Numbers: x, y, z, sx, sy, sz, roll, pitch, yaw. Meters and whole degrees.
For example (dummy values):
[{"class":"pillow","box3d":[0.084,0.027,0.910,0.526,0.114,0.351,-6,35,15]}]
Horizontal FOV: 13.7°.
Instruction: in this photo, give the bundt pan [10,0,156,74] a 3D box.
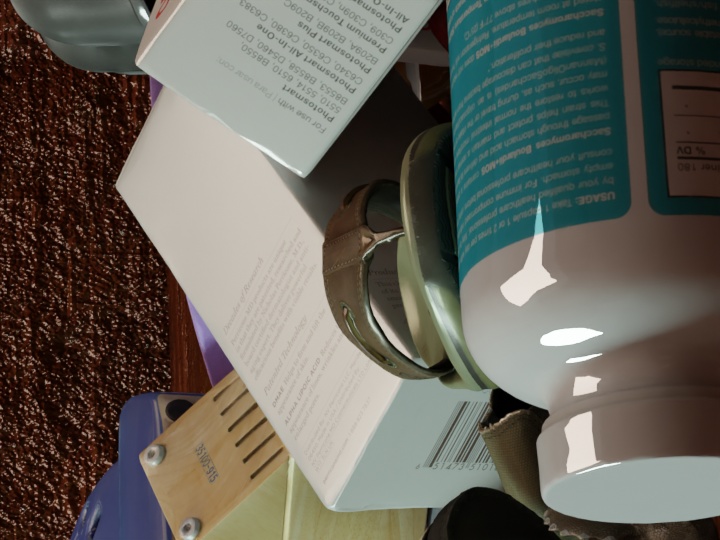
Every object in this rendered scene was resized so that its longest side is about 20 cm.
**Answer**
[{"class":"bundt pan","box3d":[-0.106,-0.172,1.256,0.202,0.076,0.203,-10,-90,-69]}]

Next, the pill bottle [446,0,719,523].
[{"class":"pill bottle","box3d":[0.081,-0.032,0.869,0.111,0.110,0.201,111,159,-69]}]

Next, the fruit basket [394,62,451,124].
[{"class":"fruit basket","box3d":[0.009,-0.089,1.500,0.185,0.093,0.201,-143,50,-80]}]

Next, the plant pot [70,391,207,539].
[{"class":"plant pot","box3d":[-0.046,0.176,1.524,0.200,0.199,0.180,-96,16,-45]}]

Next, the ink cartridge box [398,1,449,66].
[{"class":"ink cartridge box","box3d":[0.025,-0.159,1.262,0.067,0.117,0.200,-82,-2,-55]}]

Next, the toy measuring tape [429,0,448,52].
[{"class":"toy measuring tape","box3d":[0.064,-0.094,1.134,0.200,0.073,0.074,-103,16,-70]}]

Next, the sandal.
[{"class":"sandal","box3d":[0.016,0.005,0.972,0.201,0.057,0.080,100,165,-81]}]

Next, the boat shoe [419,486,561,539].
[{"class":"boat shoe","box3d":[0.075,0.143,0.964,0.063,0.073,0.202,101,151,-44]}]

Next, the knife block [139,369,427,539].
[{"class":"knife block","box3d":[-0.003,0.103,1.332,0.200,0.175,0.064,-43,47,15]}]

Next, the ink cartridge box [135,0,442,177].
[{"class":"ink cartridge box","box3d":[0.007,-0.156,1.135,0.200,0.084,0.146,-51,13,27]}]

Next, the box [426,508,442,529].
[{"class":"box","box3d":[0.057,0.127,1.272,0.122,0.047,0.201,113,157,-69]}]

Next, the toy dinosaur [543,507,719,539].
[{"class":"toy dinosaur","box3d":[0.086,0.013,0.970,0.102,0.077,0.201,125,143,-65]}]

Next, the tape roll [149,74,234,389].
[{"class":"tape roll","box3d":[-0.043,-0.017,1.398,0.200,0.065,0.201,-12,-90,-85]}]

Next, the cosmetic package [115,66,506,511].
[{"class":"cosmetic package","box3d":[0.000,0.000,1.182,0.200,0.113,0.081,54,128,41]}]

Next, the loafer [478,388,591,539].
[{"class":"loafer","box3d":[0.074,0.062,1.068,0.075,0.069,0.201,-148,59,-81]}]
